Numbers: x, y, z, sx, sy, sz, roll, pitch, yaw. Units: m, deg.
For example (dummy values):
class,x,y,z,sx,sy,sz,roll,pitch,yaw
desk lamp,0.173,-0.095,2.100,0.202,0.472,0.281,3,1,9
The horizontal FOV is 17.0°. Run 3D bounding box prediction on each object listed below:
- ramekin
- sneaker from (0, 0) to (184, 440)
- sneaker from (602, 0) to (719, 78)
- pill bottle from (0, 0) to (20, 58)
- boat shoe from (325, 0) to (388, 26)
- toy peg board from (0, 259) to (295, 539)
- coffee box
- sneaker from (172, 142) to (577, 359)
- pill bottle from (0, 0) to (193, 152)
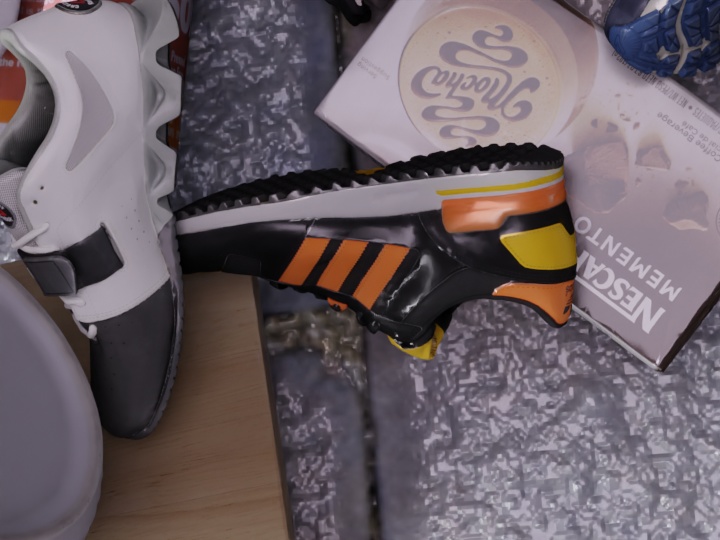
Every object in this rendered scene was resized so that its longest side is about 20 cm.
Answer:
class,x,y,z,sx,sy,sz,roll,pitch,yaw
ramekin,-0.201,0.071,1.005,0.105,0.200,0.200,-38,81,31
sneaker,-0.127,-0.020,1.063,0.088,0.074,0.200,-7,103,-26
sneaker,0.164,-0.164,1.110,0.085,0.077,0.200,34,57,21
pill bottle,-0.253,-0.142,1.111,0.200,0.112,0.112,22,89,46
boat shoe,0.021,-0.223,1.150,0.093,0.075,0.200,36,90,4
toy peg board,-0.129,0.100,1.153,0.200,0.098,0.199,-12,69,6
coffee box,0.094,-0.055,1.127,0.200,0.080,0.113,38,92,8
sneaker,0.000,0.000,1.077,0.200,0.070,0.090,-8,100,20
pill bottle,-0.133,-0.148,1.148,0.112,0.112,0.200,5,87,8
